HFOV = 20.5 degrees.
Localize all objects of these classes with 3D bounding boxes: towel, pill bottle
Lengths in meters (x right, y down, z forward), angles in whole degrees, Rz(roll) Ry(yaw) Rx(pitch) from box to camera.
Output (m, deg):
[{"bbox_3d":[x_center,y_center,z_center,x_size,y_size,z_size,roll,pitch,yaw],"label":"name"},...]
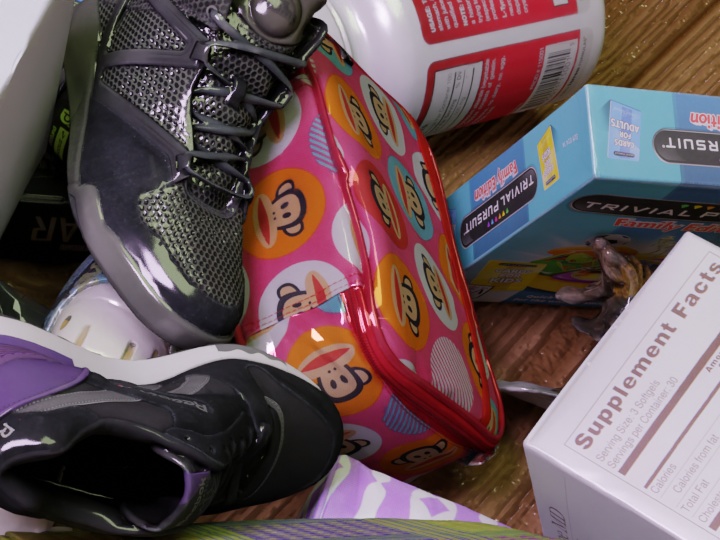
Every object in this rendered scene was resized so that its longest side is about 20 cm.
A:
[{"bbox_3d":[-0.035,0.109,0.734,0.199,0.144,0.023,0,87,-20],"label":"towel"},{"bbox_3d":[0.030,-0.130,1.099,0.200,0.112,0.112,-16,56,-35],"label":"pill bottle"}]

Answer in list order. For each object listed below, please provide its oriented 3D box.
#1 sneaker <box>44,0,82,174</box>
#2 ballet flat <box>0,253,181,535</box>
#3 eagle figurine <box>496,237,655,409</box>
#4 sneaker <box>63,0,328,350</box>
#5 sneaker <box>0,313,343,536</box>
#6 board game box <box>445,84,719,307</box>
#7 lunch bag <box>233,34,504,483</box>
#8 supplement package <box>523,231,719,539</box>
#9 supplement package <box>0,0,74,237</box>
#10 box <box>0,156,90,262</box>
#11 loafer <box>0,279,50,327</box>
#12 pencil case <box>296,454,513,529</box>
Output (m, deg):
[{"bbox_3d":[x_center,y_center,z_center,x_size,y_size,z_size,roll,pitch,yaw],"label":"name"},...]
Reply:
[{"bbox_3d":[-0.150,-0.092,0.950,0.199,0.071,0.083,10,39,-18],"label":"sneaker"},{"bbox_3d":[-0.116,0.066,0.824,0.074,0.074,0.201,20,68,-4],"label":"ballet flat"},{"bbox_3d":[0.156,0.083,0.929,0.151,0.151,0.201,-12,65,-9],"label":"eagle figurine"},{"bbox_3d":[-0.066,-0.066,0.847,0.076,0.114,0.200,29,37,-40],"label":"sneaker"},{"bbox_3d":[-0.074,0.075,0.754,0.200,0.076,0.088,9,19,-43],"label":"sneaker"},{"bbox_3d":[0.135,-0.029,0.985,0.150,0.200,0.047,3,73,-20],"label":"board game box"},{"bbox_3d":[0.000,0.000,0.941,0.176,0.082,0.201,40,31,-55],"label":"lunch bag"},{"bbox_3d":[0.180,0.098,0.772,0.200,0.117,0.117,30,69,26],"label":"supplement package"},{"bbox_3d":[-0.240,-0.076,0.818,0.199,0.151,0.152,21,53,-2],"label":"supplement package"},{"bbox_3d":[-0.153,-0.092,1.032,0.160,0.044,0.200,2,47,-22],"label":"box"},{"bbox_3d":[-0.159,0.043,0.901,0.199,0.063,0.072,21,73,3],"label":"loafer"},{"bbox_3d":[0.056,0.154,0.861,0.199,0.084,0.086,25,64,3],"label":"pencil case"}]
